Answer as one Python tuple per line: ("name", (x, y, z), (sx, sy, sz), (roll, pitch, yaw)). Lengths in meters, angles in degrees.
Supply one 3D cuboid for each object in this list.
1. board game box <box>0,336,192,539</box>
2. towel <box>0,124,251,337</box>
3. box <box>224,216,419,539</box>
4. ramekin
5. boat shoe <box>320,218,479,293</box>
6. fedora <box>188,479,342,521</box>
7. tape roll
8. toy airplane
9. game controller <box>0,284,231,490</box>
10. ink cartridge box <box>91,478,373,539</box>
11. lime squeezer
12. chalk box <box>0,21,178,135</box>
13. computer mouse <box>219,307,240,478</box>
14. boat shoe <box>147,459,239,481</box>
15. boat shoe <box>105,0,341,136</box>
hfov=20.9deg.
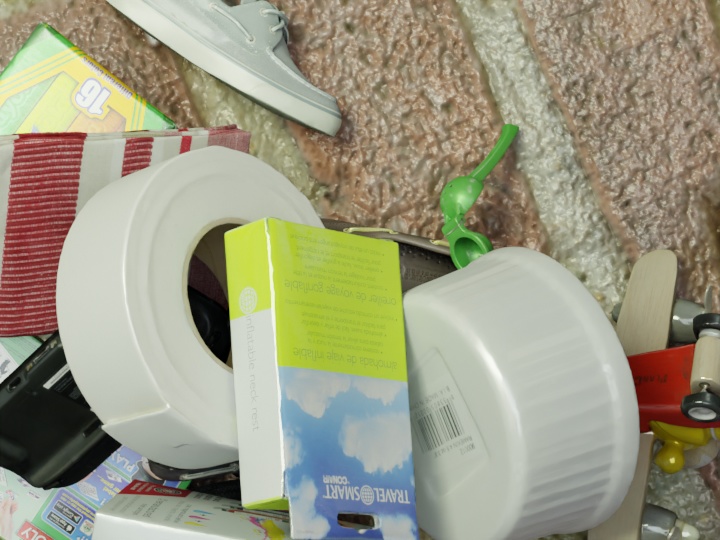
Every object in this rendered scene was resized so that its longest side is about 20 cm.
("board game box", (-0.230, 0.135, 1.427), (0.199, 0.029, 0.135), (35, 88, -2))
("towel", (-0.172, -0.026, 1.318), (0.199, 0.023, 0.145), (-5, 116, -32))
("box", (-0.023, 0.074, 1.240), (0.121, 0.047, 0.202), (10, 71, -45))
("ramekin", (0.086, 0.092, 1.312), (0.097, 0.200, 0.202), (-15, 89, -33))
("boat shoe", (0.000, 0.000, 1.406), (0.199, 0.059, 0.072), (7, 86, -15))
("fedora", (-0.087, 0.239, 1.398), (0.199, 0.092, 0.202), (0, 91, 4))
("tape roll", (-0.098, 0.026, 1.263), (0.071, 0.202, 0.204), (-16, 89, 41))
("toy airplane", (0.204, 0.103, 1.399), (0.200, 0.199, 0.141), (-46, 132, 5))
("game controller", (-0.183, 0.077, 1.349), (0.200, 0.042, 0.104), (-42, 123, 19))
("ink cartridge box", (-0.077, 0.233, 1.277), (0.199, 0.145, 0.146), (11, 92, 3))
("lime squeezer", (0.088, -0.023, 1.399), (0.038, 0.070, 0.201), (-26, 55, 35))
("chalk box", (-0.232, -0.054, 1.384), (0.124, 0.124, 0.201), (36, 87, -1))
("computer mouse", (-0.099, 0.062, 1.421), (0.138, 0.053, 0.201), (-24, 88, -24))
("boat shoe", (-0.063, 0.104, 1.376), (0.199, 0.073, 0.063), (-9, 133, -32))
("boat shoe", (-0.090, -0.173, 1.420), (0.200, 0.070, 0.072), (33, 92, 1))
